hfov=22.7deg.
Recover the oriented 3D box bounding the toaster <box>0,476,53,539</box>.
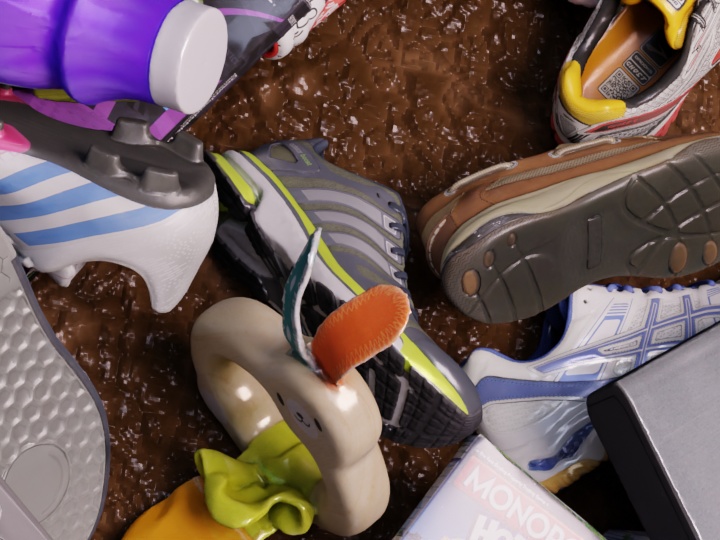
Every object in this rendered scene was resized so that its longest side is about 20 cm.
[{"bbox_3d":[-0.189,0.183,0.757,0.129,0.114,0.200,44,111,-2],"label":"toaster"}]

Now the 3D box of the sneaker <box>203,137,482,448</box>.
[{"bbox_3d":[0.000,0.000,0.866,0.080,0.074,0.200,-26,60,-26],"label":"sneaker"}]

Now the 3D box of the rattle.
[{"bbox_3d":[-0.059,0.076,0.788,0.142,0.200,0.131,-20,81,-17],"label":"rattle"}]

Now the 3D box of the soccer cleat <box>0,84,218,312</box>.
[{"bbox_3d":[-0.160,-0.040,0.821,0.198,0.087,0.070,21,32,12],"label":"soccer cleat"}]

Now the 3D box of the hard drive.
[{"bbox_3d":[0.209,0.083,0.853,0.199,0.033,0.141,-24,85,-37],"label":"hard drive"}]

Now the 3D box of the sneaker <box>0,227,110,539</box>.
[{"bbox_3d":[-0.199,0.042,0.833,0.077,0.145,0.204,-39,128,-35],"label":"sneaker"}]

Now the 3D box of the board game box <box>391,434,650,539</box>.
[{"bbox_3d":[0.093,0.178,0.849,0.200,0.062,0.200,41,78,-8],"label":"board game box"}]

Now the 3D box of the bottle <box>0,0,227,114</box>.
[{"bbox_3d":[-0.156,-0.118,0.794,0.198,0.083,0.066,18,109,16],"label":"bottle"}]

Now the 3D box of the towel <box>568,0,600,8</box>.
[{"bbox_3d":[0.146,-0.266,0.909,0.032,0.201,0.191,25,61,39],"label":"towel"}]

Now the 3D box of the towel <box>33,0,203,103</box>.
[{"bbox_3d":[-0.109,-0.179,0.833,0.085,0.018,0.203,1,89,19],"label":"towel"}]

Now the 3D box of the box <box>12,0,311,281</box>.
[{"bbox_3d":[-0.142,-0.113,0.870,0.200,0.036,0.143,-44,89,0],"label":"box"}]

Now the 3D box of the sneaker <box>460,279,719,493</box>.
[{"bbox_3d":[0.140,0.031,0.916,0.199,0.075,0.089,-31,85,-19],"label":"sneaker"}]

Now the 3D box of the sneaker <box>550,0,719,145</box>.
[{"bbox_3d":[0.174,-0.140,0.929,0.078,0.082,0.201,38,90,15],"label":"sneaker"}]

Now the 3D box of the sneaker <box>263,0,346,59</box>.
[{"bbox_3d":[-0.089,-0.198,0.921,0.201,0.067,0.108,40,68,-4],"label":"sneaker"}]

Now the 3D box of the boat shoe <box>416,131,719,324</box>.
[{"bbox_3d":[0.119,-0.037,0.900,0.198,0.076,0.074,-14,37,-22],"label":"boat shoe"}]
